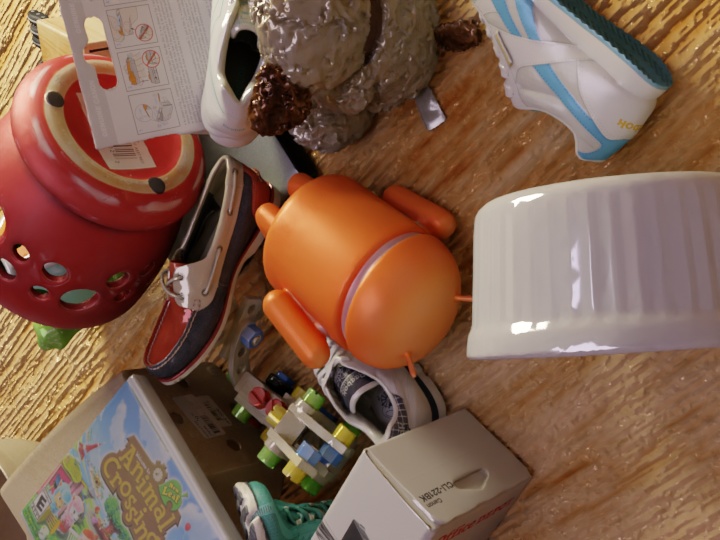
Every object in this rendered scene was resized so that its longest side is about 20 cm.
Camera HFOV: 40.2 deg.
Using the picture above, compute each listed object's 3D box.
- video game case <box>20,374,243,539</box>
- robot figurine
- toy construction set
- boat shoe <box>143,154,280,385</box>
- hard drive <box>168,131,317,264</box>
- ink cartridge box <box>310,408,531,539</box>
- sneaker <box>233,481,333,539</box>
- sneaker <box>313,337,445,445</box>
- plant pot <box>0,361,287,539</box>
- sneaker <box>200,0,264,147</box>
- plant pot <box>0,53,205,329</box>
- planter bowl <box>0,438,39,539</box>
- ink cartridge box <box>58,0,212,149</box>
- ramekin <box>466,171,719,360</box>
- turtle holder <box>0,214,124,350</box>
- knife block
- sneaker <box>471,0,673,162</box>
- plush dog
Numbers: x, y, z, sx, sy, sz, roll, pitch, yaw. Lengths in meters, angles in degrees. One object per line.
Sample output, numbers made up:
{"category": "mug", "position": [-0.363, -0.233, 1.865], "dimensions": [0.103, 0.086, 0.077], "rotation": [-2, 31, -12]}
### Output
{"category": "video game case", "position": [-0.194, 0.224, 0.828], "dimensions": [0.183, 0.022, 0.201], "rotation": [-48, 60, 16]}
{"category": "robot figurine", "position": [-0.001, 0.002, 0.791], "dimensions": [0.199, 0.142, 0.118], "rotation": [36, 125, 33]}
{"category": "toy construction set", "position": [-0.075, 0.117, 0.874], "dimensions": [0.092, 0.131, 0.201], "rotation": [-40, 59, 3]}
{"category": "boat shoe", "position": [-0.140, -0.001, 0.854], "dimensions": [0.071, 0.062, 0.203], "rotation": [22, 82, 44]}
{"category": "hard drive", "position": [-0.134, -0.082, 0.955], "dimensions": [0.200, 0.033, 0.141], "rotation": [-46, 67, 34]}
{"category": "ink cartridge box", "position": [0.030, 0.222, 0.789], "dimensions": [0.084, 0.143, 0.202], "rotation": [44, 121, 26]}
{"category": "sneaker", "position": [-0.052, 0.218, 0.838], "dimensions": [0.079, 0.201, 0.078], "rotation": [-27, 60, 3]}
{"category": "sneaker", "position": [-0.012, 0.071, 0.840], "dimensions": [0.200, 0.080, 0.077], "rotation": [44, 116, 28]}
{"category": "plant pot", "position": [-0.186, 0.202, 0.948], "dimensions": [0.200, 0.199, 0.178], "rotation": [44, 111, 26]}
{"category": "sneaker", "position": [-0.090, -0.208, 0.807], "dimensions": [0.080, 0.069, 0.205], "rotation": [140, 134, -73]}
{"category": "plant pot", "position": [-0.246, -0.076, 0.892], "dimensions": [0.182, 0.198, 0.203], "rotation": [-41, 71, 39]}
{"category": "planter bowl", "position": [-0.384, 0.287, 1.152], "dimensions": [0.198, 0.134, 0.205], "rotation": [8, 102, 39]}
{"category": "ink cartridge box", "position": [-0.150, -0.194, 0.851], "dimensions": [0.050, 0.196, 0.164], "rotation": [150, 104, -72]}
{"category": "ramekin", "position": [0.162, 0.002, 0.618], "dimensions": [0.198, 0.199, 0.100], "rotation": [-7, 84, 40]}
{"category": "turtle holder", "position": [-0.326, -0.008, 1.056], "dimensions": [0.142, 0.131, 0.185], "rotation": [58, 147, 6]}
{"category": "knife block", "position": [-0.288, -0.233, 1.001], "dimensions": [0.178, 0.063, 0.200], "rotation": [64, 151, 14]}
{"category": "sneaker", "position": [0.123, -0.163, 0.700], "dimensions": [0.201, 0.076, 0.081], "rotation": [50, 126, 25]}
{"category": "plush dog", "position": [-0.014, -0.184, 0.748], "dimensions": [0.158, 0.170, 0.204], "rotation": [15, 105, 37]}
